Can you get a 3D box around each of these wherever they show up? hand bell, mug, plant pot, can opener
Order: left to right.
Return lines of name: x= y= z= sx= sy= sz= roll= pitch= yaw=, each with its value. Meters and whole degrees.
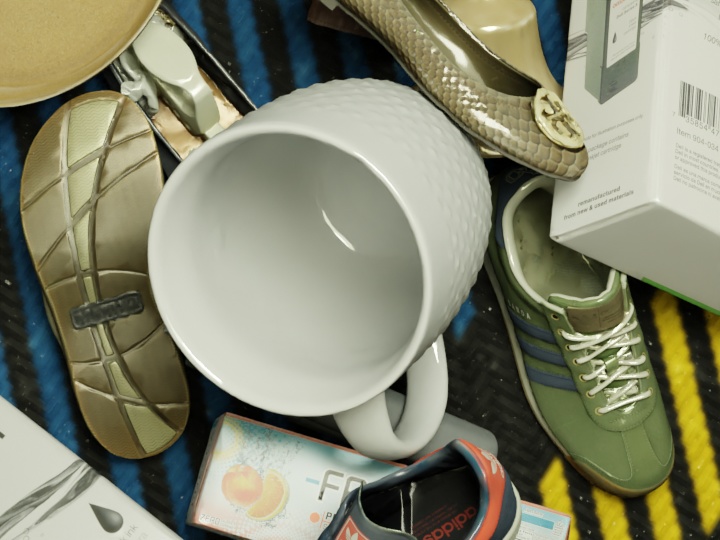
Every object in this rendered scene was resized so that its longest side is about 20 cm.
plant pot: x=-0.184 y=-0.182 z=1.220 sx=0.199 sy=0.027 sz=0.201 roll=-4 pitch=77 yaw=16
can opener: x=-0.014 y=0.053 z=1.210 sx=0.200 sy=0.053 sz=0.067 roll=23 pitch=78 yaw=-19
mug: x=0.000 y=0.000 z=1.145 sx=0.147 sy=0.175 sz=0.201 roll=-11 pitch=103 yaw=23
hand bell: x=0.066 y=-0.173 z=1.200 sx=0.104 sy=0.104 sz=0.200 roll=-8 pitch=119 yaw=-9

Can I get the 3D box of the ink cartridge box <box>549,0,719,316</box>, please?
ink cartridge box: x=0.190 y=-0.093 z=1.222 sx=0.145 sy=0.084 sz=0.201 roll=23 pitch=63 yaw=-32

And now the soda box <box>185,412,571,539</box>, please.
soda box: x=0.009 y=0.135 z=1.213 sx=0.200 sy=0.068 sz=0.064 roll=18 pitch=80 yaw=-6

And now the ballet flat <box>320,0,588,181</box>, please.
ballet flat: x=0.044 y=-0.121 z=1.157 sx=0.200 sy=0.067 sz=0.046 roll=42 pitch=111 yaw=10

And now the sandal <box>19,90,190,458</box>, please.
sandal: x=-0.138 y=0.003 z=1.224 sx=0.080 sy=0.054 sz=0.201 roll=-11 pitch=98 yaw=-4

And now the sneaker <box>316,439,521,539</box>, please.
sneaker: x=-0.007 y=0.155 z=1.122 sx=0.200 sy=0.085 sz=0.075 roll=-42 pitch=64 yaw=-11

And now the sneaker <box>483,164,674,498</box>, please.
sneaker: x=0.121 y=0.032 z=1.234 sx=0.067 sy=0.090 sz=0.201 roll=-24 pitch=86 yaw=-12

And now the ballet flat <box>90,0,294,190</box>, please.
ballet flat: x=-0.084 y=-0.078 z=1.232 sx=0.073 sy=0.073 sz=0.200 roll=-38 pitch=89 yaw=-12

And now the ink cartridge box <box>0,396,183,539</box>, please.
ink cartridge box: x=-0.186 y=0.159 z=1.153 sx=0.200 sy=0.086 sz=0.147 roll=37 pitch=78 yaw=10

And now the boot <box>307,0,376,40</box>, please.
boot: x=0.006 y=-0.209 z=1.202 sx=0.200 sy=0.072 sz=0.167 roll=10 pitch=107 yaw=-42
